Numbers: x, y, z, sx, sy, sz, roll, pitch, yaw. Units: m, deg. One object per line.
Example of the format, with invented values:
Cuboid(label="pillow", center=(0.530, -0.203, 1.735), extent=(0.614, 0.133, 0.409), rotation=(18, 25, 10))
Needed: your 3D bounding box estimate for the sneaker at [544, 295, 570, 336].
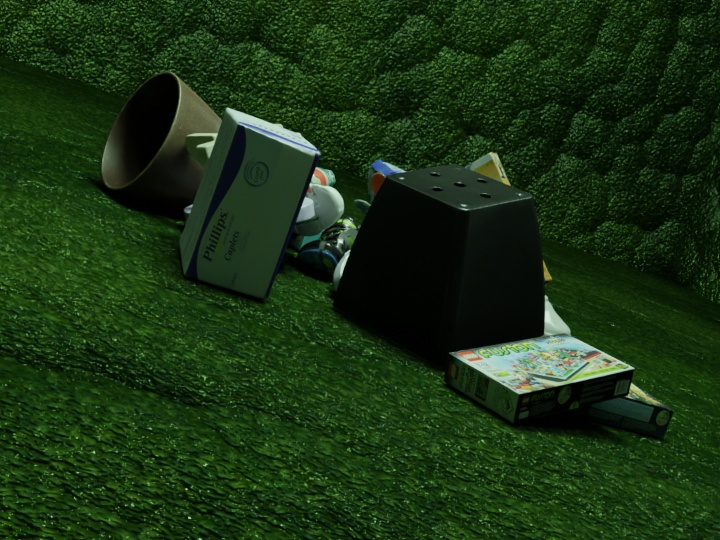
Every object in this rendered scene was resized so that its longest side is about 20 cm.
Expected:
Cuboid(label="sneaker", center=(0.207, 0.017, 1.508), extent=(0.199, 0.089, 0.075), rotation=(40, 18, 21))

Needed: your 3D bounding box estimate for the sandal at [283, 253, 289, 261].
Cuboid(label="sandal", center=(-0.156, -0.058, 1.619), extent=(0.074, 0.049, 0.200), rotation=(15, 10, -31))

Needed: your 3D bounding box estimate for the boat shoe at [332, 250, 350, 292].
Cuboid(label="boat shoe", center=(0.000, 0.000, 1.566), extent=(0.073, 0.067, 0.200), rotation=(60, 29, -9))

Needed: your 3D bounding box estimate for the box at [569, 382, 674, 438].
Cuboid(label="box", center=(0.277, 0.139, 1.423), extent=(0.134, 0.038, 0.200), rotation=(16, 10, -23))

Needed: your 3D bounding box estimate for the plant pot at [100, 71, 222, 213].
Cuboid(label="plant pot", center=(-0.249, -0.159, 1.692), extent=(0.199, 0.189, 0.186), rotation=(31, 0, -37))

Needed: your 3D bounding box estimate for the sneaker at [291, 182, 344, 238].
Cuboid(label="sneaker", center=(-0.076, -0.090, 1.647), extent=(0.081, 0.079, 0.198), rotation=(-18, 5, -38))

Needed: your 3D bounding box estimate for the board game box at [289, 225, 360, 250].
Cuboid(label="board game box", center=(-0.037, -0.049, 1.844), extent=(0.197, 0.048, 0.151), rotation=(15, 10, -30))

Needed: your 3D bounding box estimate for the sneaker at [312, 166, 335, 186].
Cuboid(label="sneaker", center=(-0.119, -0.121, 1.792), extent=(0.093, 0.072, 0.198), rotation=(-19, 4, -42))

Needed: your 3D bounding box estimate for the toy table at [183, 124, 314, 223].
Cuboid(label="toy table", center=(-0.158, -0.126, 1.545), extent=(0.196, 0.120, 0.184), rotation=(-1, 15, 19))

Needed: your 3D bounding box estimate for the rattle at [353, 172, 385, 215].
Cuboid(label="rattle", center=(0.078, -0.036, 1.702), extent=(0.201, 0.128, 0.144), rotation=(67, 5, -49))

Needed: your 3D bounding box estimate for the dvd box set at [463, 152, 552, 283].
Cuboid(label="dvd box set", center=(0.172, -0.046, 1.646), extent=(0.029, 0.145, 0.203), rotation=(-1, 67, -63))

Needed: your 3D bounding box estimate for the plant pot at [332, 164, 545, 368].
Cuboid(label="plant pot", center=(0.109, -0.020, 1.392), extent=(0.198, 0.181, 0.198), rotation=(-11, 29, -43))

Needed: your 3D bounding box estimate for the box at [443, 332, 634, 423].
Cuboid(label="box", center=(0.199, 0.115, 1.261), extent=(0.198, 0.035, 0.109), rotation=(-6, 24, -41))

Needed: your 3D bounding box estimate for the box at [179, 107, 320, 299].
Cuboid(label="box", center=(-0.138, -0.084, 1.372), extent=(0.103, 0.187, 0.200), rotation=(19, 9, -14))

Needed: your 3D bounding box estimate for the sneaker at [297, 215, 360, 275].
Cuboid(label="sneaker", center=(-0.040, -0.041, 1.662), extent=(0.070, 0.084, 0.199), rotation=(21, 9, 10))

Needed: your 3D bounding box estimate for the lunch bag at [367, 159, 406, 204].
Cuboid(label="lunch bag", center=(0.086, -0.095, 1.971), extent=(0.201, 0.123, 0.170), rotation=(54, 0, -15))
